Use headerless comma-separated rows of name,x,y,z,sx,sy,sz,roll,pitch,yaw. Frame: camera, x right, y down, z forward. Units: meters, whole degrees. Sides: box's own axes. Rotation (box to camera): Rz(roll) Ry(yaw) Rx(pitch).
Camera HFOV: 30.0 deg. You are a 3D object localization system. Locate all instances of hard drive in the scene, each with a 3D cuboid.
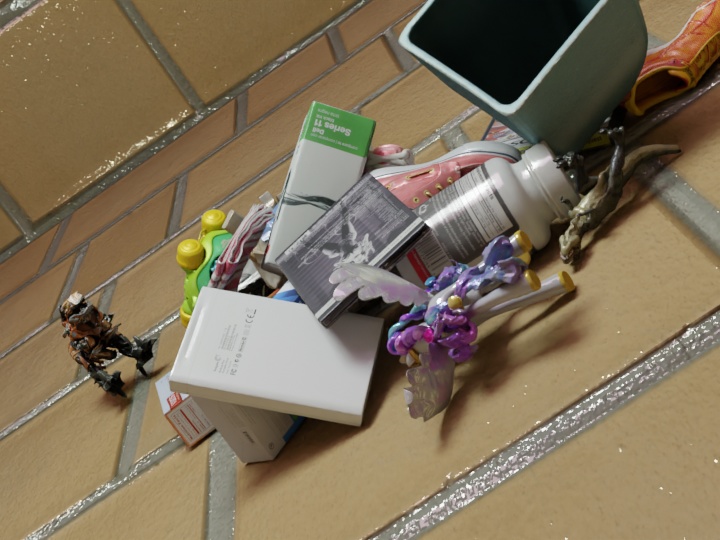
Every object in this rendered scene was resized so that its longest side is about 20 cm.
hard drive,-0.084,0.087,1.389,0.198,0.027,0.133,10,47,6

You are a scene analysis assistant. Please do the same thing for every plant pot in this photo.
plant pot,0.203,-0.239,1.496,0.196,0.200,0.196,-49,51,0

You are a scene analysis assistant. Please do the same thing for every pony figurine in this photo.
pony figurine,0.085,0.043,1.276,0.199,0.168,0.193,-32,-14,22

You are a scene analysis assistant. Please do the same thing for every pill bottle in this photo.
pill bottle,0.133,-0.050,1.431,0.199,0.111,0.111,-33,18,11

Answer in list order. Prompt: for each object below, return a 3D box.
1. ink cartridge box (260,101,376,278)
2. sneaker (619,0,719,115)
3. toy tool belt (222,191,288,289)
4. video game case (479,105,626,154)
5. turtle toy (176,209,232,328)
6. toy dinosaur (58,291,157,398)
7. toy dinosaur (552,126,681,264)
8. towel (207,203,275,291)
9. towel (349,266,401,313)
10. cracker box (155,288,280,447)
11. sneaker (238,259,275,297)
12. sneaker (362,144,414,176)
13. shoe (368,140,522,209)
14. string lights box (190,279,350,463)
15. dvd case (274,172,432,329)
ink cartridge box,-0.053,-0.086,1.615,0.147,0.082,0.202,156,131,-82
sneaker,0.386,-0.246,1.561,0.199,0.073,0.077,-38,40,7
toy tool belt,-0.072,-0.075,1.746,0.200,0.123,0.125,-39,11,-14
video game case,0.242,-0.189,1.659,0.179,0.026,0.200,-12,26,27
turtle toy,-0.183,-0.006,1.902,0.100,0.147,0.200,16,41,16
toy dinosaur,-0.368,0.106,1.904,0.103,0.135,0.200,-57,-19,-11
toy dinosaur,0.248,-0.095,1.370,0.200,0.089,0.047,-44,33,-20
towel,-0.164,0.029,1.606,0.147,0.030,0.201,-64,0,-56
towel,0.000,0.000,1.686,0.132,0.035,0.200,-38,19,-2
cracker box,-0.152,0.116,1.636,0.199,0.058,0.134,-37,17,-3
sneaker,-0.124,-0.013,1.840,0.200,0.079,0.074,-42,-25,-31
sneaker,0.023,-0.093,1.637,0.074,0.106,0.200,4,23,10
shoe,0.088,-0.081,1.517,0.198,0.072,0.091,-11,38,18
string lights box,-0.085,0.103,1.467,0.059,0.103,0.200,-15,27,46
dvd case,-0.012,-0.026,1.444,0.149,0.016,0.200,-43,25,0
